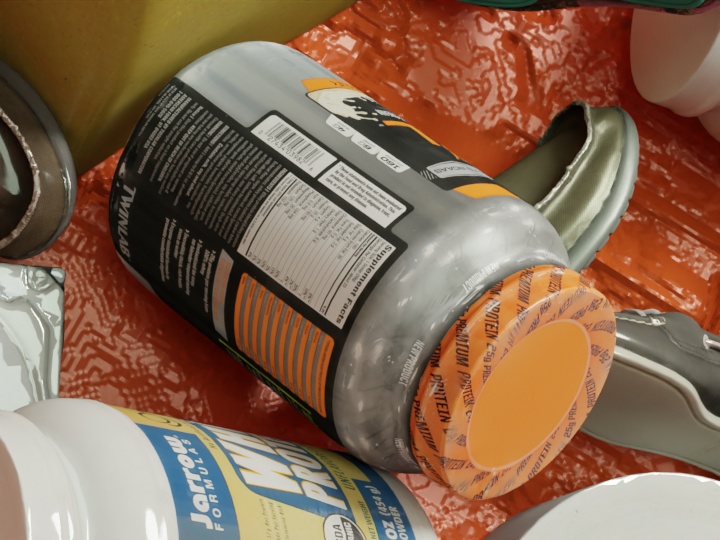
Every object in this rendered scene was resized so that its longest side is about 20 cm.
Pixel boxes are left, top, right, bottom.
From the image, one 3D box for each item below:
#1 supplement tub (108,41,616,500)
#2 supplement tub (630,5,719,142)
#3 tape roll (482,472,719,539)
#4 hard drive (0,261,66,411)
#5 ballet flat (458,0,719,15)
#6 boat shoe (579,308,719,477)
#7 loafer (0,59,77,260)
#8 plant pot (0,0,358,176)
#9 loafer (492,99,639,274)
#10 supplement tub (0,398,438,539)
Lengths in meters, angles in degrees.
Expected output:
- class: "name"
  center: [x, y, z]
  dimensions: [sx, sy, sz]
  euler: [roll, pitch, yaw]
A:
- class: "supplement tub"
  center: [0.000, 0.000, 0.887]
  dimensions: [0.122, 0.123, 0.200]
  euler: [-36, 53, -23]
- class: "supplement tub"
  center: [0.244, -0.112, 1.036]
  dimensions: [0.199, 0.145, 0.146]
  euler: [15, 72, -15]
- class: "tape roll"
  center: [0.127, 0.192, 0.956]
  dimensions: [0.202, 0.071, 0.203]
  euler: [5, 74, -18]
- class: "hard drive"
  center: [-0.195, 0.091, 0.889]
  dimensions: [0.139, 0.038, 0.201]
  euler: [7, 75, -17]
- class: "ballet flat"
  center: [0.096, -0.156, 0.993]
  dimensions: [0.071, 0.200, 0.069]
  euler: [-43, 128, -36]
- class: "boat shoe"
  center: [0.148, 0.051, 0.990]
  dimensions: [0.200, 0.067, 0.057]
  euler: [26, 54, -32]
- class: "loafer"
  center: [-0.203, -0.077, 0.901]
  dimensions: [0.200, 0.071, 0.073]
  euler: [43, 111, 4]
- class: "plant pot"
  center: [-0.088, -0.187, 0.911]
  dimensions: [0.195, 0.200, 0.194]
  euler: [-34, 89, -23]
- class: "loafer"
  center: [0.056, -0.007, 0.981]
  dimensions: [0.070, 0.075, 0.200]
  euler: [39, 67, -11]
- class: "supplement tub"
  center: [-0.079, 0.128, 0.829]
  dimensions: [0.200, 0.144, 0.145]
  euler: [15, 69, -41]
